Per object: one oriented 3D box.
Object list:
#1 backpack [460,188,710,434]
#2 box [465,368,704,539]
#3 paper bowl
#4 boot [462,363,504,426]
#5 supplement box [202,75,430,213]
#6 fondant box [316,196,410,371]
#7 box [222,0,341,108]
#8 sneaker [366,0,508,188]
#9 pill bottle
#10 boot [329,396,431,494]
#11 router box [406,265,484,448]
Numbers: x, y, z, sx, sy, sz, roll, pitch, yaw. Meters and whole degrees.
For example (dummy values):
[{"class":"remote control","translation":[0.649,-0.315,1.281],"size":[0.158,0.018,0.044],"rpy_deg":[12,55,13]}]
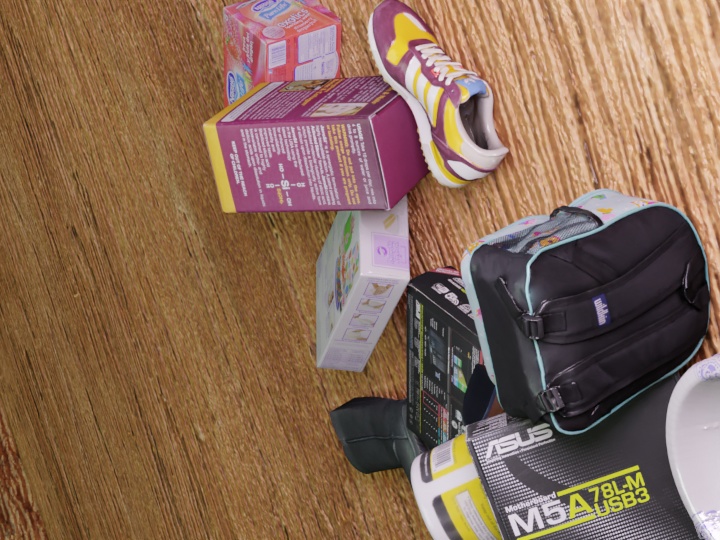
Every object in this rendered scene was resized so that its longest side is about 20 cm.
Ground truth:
[{"class":"backpack","translation":[0.194,0.024,1.447],"size":[0.153,0.199,0.177],"rpy_deg":[20,130,62]},{"class":"box","translation":[0.217,0.199,1.518],"size":[0.048,0.199,0.194],"rpy_deg":[-79,-30,-74]},{"class":"paper bowl","translation":[0.346,0.149,1.353],"size":[0.201,0.104,0.201],"rpy_deg":[41,142,43]},{"class":"boot","translation":[0.181,0.074,1.653],"size":[0.201,0.097,0.075],"rpy_deg":[-64,27,20]},{"class":"supplement box","translation":[-0.039,-0.130,1.742],"size":[0.199,0.131,0.104],"rpy_deg":[0,115,29]},{"class":"fondant box","translation":[0.000,0.000,1.857],"size":[0.200,0.058,0.145],"rpy_deg":[113,160,-54]},{"class":"box","translation":[-0.088,-0.202,1.900],"size":[0.095,0.102,0.201],"rpy_deg":[44,144,40]},{"class":"sneaker","translation":[0.082,-0.184,1.650],"size":[0.090,0.075,0.201],"rpy_deg":[-29,89,53]},{"class":"pill bottle","translation":[0.158,0.189,1.606],"size":[0.114,0.199,0.115],"rpy_deg":[53,-160,-29]},{"class":"boot","translation":[0.043,0.227,1.988],"size":[0.200,0.065,0.166],"rpy_deg":[-15,87,59]},{"class":"router box","translation":[0.114,0.115,1.790],"size":[0.150,0.062,0.201],"rpy_deg":[39,140,45]}]
